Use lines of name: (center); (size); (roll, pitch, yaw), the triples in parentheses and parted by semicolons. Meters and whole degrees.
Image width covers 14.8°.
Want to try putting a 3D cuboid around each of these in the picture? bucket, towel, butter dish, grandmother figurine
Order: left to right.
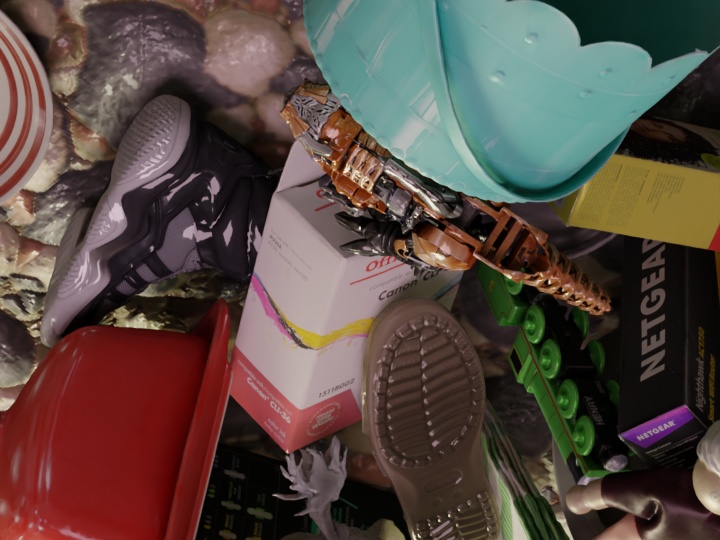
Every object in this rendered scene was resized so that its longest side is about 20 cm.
butter dish: (-0.171, 0.115, 1.645); (0.147, 0.201, 0.199); (18, 156, -11)
bucket: (0.078, -0.142, 1.409); (0.206, 0.208, 0.135); (26, 131, -17)
towel: (0.095, 0.171, 1.709); (0.023, 0.200, 0.153); (-16, 131, -11)
grandmother figurine: (0.172, 0.146, 1.508); (0.121, 0.061, 0.200); (18, 138, -16)

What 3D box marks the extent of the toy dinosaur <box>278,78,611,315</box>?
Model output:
toy dinosaur: (0.040, -0.032, 1.464); (0.102, 0.136, 0.200); (-36, 101, -3)

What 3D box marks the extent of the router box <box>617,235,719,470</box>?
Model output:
router box: (0.211, 0.061, 1.597); (0.051, 0.201, 0.149); (-29, 123, 28)

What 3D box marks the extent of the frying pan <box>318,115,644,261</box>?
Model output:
frying pan: (0.077, -0.045, 1.569); (0.189, 0.031, 0.115); (-20, 124, -2)

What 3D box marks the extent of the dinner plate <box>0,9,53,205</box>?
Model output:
dinner plate: (-0.276, -0.106, 1.613); (0.199, 0.024, 0.201); (3, 131, 4)

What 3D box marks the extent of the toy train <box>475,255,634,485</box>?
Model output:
toy train: (0.112, 0.050, 1.602); (0.041, 0.201, 0.057); (2, 133, -23)

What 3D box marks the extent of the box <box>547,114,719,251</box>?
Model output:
box: (0.194, -0.046, 1.549); (0.199, 0.075, 0.050); (9, 115, -27)

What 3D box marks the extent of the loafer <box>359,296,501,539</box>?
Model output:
loafer: (0.035, 0.090, 1.641); (0.075, 0.068, 0.201); (-19, 130, -12)

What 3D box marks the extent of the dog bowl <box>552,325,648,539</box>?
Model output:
dog bowl: (0.188, 0.121, 1.662); (0.058, 0.201, 0.200); (-18, 129, 38)

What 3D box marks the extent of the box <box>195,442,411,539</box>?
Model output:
box: (-0.054, 0.220, 1.809); (0.199, 0.125, 0.149); (17, 130, -11)

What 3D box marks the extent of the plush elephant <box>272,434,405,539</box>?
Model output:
plush elephant: (-0.029, 0.211, 1.645); (0.163, 0.201, 0.155); (-2, 166, -9)

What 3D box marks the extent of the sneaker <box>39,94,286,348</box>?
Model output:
sneaker: (-0.113, -0.009, 1.647); (0.113, 0.076, 0.200); (23, 129, -15)

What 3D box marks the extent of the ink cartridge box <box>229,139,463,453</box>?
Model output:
ink cartridge box: (0.000, 0.000, 1.613); (0.116, 0.067, 0.201); (-24, 144, -36)
